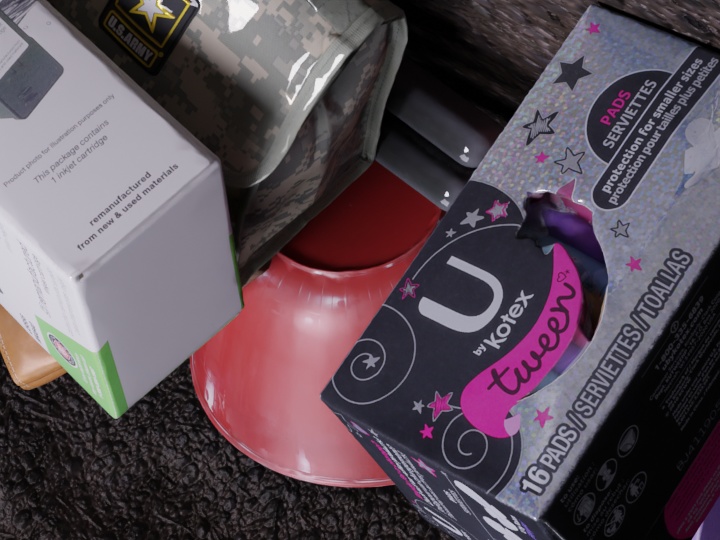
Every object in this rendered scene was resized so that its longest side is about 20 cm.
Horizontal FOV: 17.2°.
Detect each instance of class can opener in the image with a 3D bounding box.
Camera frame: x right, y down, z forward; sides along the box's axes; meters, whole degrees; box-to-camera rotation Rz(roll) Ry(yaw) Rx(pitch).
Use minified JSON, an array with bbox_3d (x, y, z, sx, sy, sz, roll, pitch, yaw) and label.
[{"bbox_3d":[-0.001,-0.104,1.190,0.200,0.053,0.067,38,-147,25],"label":"can opener"}]

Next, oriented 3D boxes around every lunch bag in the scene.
[{"bbox_3d":[-0.071,-0.109,1.064,0.164,0.118,0.200,43,159,11],"label":"lunch bag"}]

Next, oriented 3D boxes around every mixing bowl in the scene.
[{"bbox_3d":[0.000,0.000,1.232,0.200,0.200,0.109,27,148,29],"label":"mixing bowl"}]

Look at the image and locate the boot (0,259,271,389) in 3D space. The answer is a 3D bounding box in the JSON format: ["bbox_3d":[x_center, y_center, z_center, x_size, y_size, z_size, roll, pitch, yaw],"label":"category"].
[{"bbox_3d":[-0.127,-0.044,1.225,0.077,0.155,0.201,26,-137,-51],"label":"boot"}]

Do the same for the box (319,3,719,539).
[{"bbox_3d":[0.098,0.018,0.952,0.114,0.200,0.132,26,165,33],"label":"box"}]

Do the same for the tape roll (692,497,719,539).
[{"bbox_3d":[0.203,0.087,1.143,0.066,0.201,0.200,25,174,41],"label":"tape roll"}]

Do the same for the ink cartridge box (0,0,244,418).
[{"bbox_3d":[-0.150,-0.052,1.034,0.200,0.084,0.146,42,162,20],"label":"ink cartridge box"}]
